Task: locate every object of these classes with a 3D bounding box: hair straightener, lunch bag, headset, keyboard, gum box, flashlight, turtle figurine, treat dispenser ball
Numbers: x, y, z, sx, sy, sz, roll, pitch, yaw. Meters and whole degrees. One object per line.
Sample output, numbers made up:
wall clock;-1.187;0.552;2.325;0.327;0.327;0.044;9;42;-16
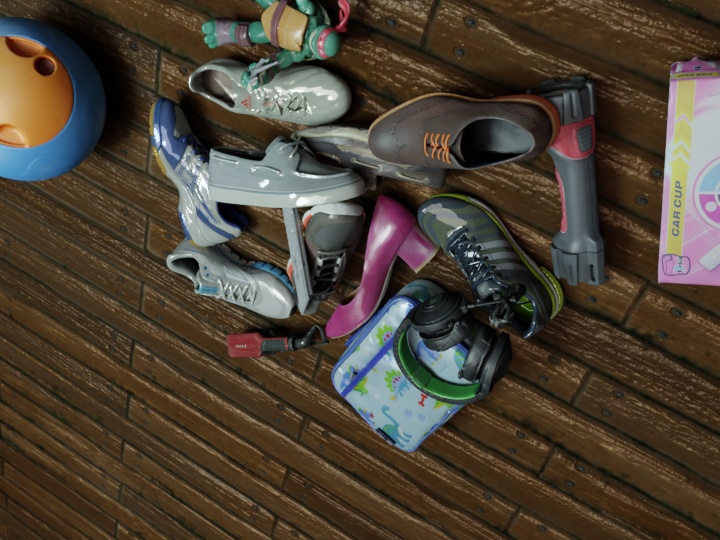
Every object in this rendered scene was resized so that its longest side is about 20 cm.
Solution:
hair straightener;-0.107;0.093;0.942;0.198;0.076;0.042;-17;82;47
lunch bag;0.062;0.121;0.859;0.161;0.082;0.200;44;125;4
headset;0.106;0.079;0.716;0.123;0.094;0.201;40;132;1
keyboard;-0.082;-0.051;0.809;0.056;0.010;0.204;128;135;-61
gum box;0.335;-0.090;0.611;0.111;0.066;0.204;4;116;24
flashlight;0.210;-0.088;0.686;0.067;0.068;0.203;-1;118;23
turtle figurine;-0.088;-0.265;0.728;0.198;0.100;0.152;30;104;31
treat dispenser ball;-0.434;-0.219;0.874;0.197;0.201;0.205;12;120;22

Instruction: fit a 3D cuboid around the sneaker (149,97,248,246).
sneaker;-0.206;-0.132;0.887;0.086;0.076;0.203;-8;117;18

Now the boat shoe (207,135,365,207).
boat shoe;-0.089;-0.112;0.751;0.197;0.070;0.073;5;109;24

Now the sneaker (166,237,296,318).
sneaker;-0.181;0.020;0.933;0.197;0.087;0.076;26;123;13

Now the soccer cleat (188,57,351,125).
soccer cleat;-0.106;-0.204;0.783;0.196;0.078;0.071;15;121;20

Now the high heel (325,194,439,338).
high heel;0.000;0.000;0.831;0.096;0.068;0.200;42;122;-8

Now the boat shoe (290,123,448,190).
boat shoe;0.008;-0.125;0.758;0.196;0.074;0.075;8;106;25

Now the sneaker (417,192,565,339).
sneaker;0.141;-0.007;0.749;0.199;0.081;0.074;41;126;4

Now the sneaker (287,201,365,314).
sneaker;-0.038;-0.007;0.812;0.075;0.083;0.201;2;152;-16

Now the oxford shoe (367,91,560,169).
oxford shoe;0.085;-0.131;0.647;0.197;0.072;0.073;-1;114;32
